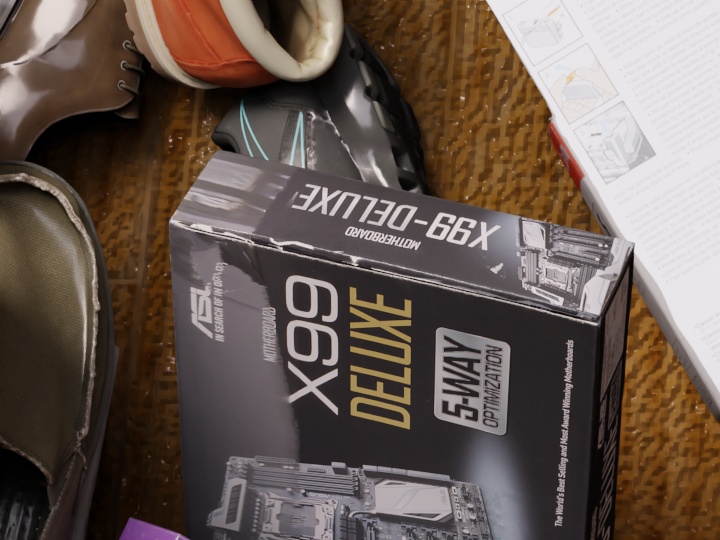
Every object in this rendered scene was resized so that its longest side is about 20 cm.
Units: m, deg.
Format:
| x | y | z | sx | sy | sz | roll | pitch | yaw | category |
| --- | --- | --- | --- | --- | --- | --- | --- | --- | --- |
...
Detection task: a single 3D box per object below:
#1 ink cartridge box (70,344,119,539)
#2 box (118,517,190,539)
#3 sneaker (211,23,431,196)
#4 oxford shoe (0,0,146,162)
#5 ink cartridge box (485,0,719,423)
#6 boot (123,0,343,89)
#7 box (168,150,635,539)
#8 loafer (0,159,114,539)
| x | y | z | sx | sy | sz | roll | pitch | yaw | category |
| --- | --- | --- | --- | --- | --- | --- | --- | --- | --- |
| -0.151 | 0.130 | 1.077 | 0.083 | 0.147 | 0.200 | 12 | 74 | -5 | ink cartridge box |
| -0.031 | 0.193 | 1.022 | 0.039 | 0.200 | 0.137 | 10 | 69 | 57 | box |
| 0.000 | 0.000 | 1.144 | 0.079 | 0.075 | 0.200 | -27 | 60 | 12 | sneaker |
| -0.115 | -0.101 | 1.203 | 0.084 | 0.073 | 0.200 | 34 | 81 | 1 | oxford shoe |
| 0.135 | -0.054 | 1.114 | 0.109 | 0.050 | 0.200 | -30 | 82 | 1 | ink cartridge box |
| -0.061 | -0.164 | 1.120 | 0.075 | 0.107 | 0.200 | -27 | 111 | -22 | boot |
| 0.014 | 0.062 | 1.049 | 0.157 | 0.200 | 0.050 | 13 | 41 | 15 | box |
| -0.122 | 0.055 | 0.988 | 0.075 | 0.070 | 0.201 | 3 | 74 | -7 | loafer |
